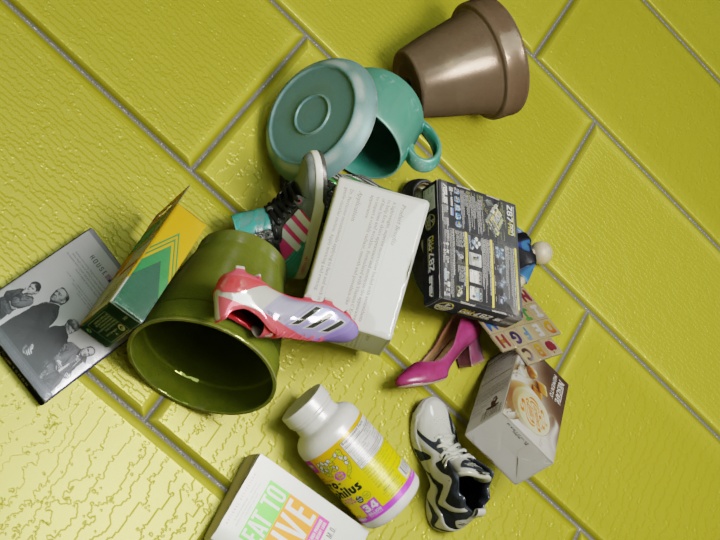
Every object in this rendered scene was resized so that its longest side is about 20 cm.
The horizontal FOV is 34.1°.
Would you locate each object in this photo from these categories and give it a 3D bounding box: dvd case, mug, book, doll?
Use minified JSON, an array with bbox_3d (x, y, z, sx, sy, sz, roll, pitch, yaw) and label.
[{"bbox_3d":[-0.382,0.057,1.530,0.200,0.025,0.151,-40,96,-35],"label":"dvd case"},{"bbox_3d":[0.030,-0.224,1.804,0.185,0.152,0.115,46,54,-19],"label":"mug"},{"bbox_3d":[-0.099,0.359,1.592,0.200,0.048,0.134,38,62,-17],"label":"book"},{"bbox_3d":[0.237,-0.030,1.920,0.199,0.048,0.137,4,58,-38],"label":"doll"}]

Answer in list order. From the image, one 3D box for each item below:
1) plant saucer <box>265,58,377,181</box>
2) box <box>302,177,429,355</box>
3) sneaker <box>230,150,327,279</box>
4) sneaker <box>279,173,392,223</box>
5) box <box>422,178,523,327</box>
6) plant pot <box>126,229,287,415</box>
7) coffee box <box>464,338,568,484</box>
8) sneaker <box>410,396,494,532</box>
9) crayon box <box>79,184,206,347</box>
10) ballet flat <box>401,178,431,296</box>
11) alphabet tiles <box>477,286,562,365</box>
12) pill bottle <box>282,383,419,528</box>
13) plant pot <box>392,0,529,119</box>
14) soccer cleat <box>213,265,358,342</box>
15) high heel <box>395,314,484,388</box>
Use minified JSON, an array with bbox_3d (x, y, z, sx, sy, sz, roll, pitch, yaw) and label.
[{"bbox_3d":[-0.065,-0.224,1.720,0.027,0.199,0.201,30,56,-51],"label":"plant saucer"},{"bbox_3d":[0.000,0.000,1.639,0.130,0.200,0.200,16,78,0],"label":"box"},{"bbox_3d":[-0.121,-0.081,1.662,0.120,0.201,0.084,3,28,-20],"label":"sneaker"},{"bbox_3d":[-0.032,-0.114,1.786,0.199,0.078,0.085,21,32,-18],"label":"sneaker"},{"bbox_3d":[0.171,-0.026,1.799,0.161,0.049,0.201,13,63,-29],"label":"box"},{"bbox_3d":[-0.182,0.056,1.567,0.200,0.200,0.193,33,48,-18],"label":"plant pot"},{"bbox_3d":[0.241,0.211,1.782,0.114,0.080,0.200,46,32,-10],"label":"coffee box"},{"bbox_3d":[0.142,0.275,1.713,0.079,0.129,0.200,8,70,-30],"label":"sneaker"},{"bbox_3d":[-0.274,-0.005,1.525,0.052,0.126,0.200,38,58,-15],"label":"crayon box"},{"bbox_3d":[0.109,-0.053,1.843,0.073,0.073,0.201,-2,75,-32],"label":"ballet flat"},{"bbox_3d":[0.232,0.063,1.858,0.166,0.006,0.200,-10,56,-48],"label":"alphabet tiles"},{"bbox_3d":[-0.017,0.255,1.637,0.200,0.104,0.104,48,56,-8],"label":"pill bottle"},{"bbox_3d":[0.152,-0.328,1.908,0.174,0.200,0.201,-19,84,-18],"label":"plant pot"},{"bbox_3d":[-0.094,0.062,1.461,0.199,0.067,0.077,25,58,-26],"label":"soccer cleat"},{"bbox_3d":[0.112,0.116,1.787,0.200,0.067,0.097,-17,93,-49],"label":"high heel"}]
